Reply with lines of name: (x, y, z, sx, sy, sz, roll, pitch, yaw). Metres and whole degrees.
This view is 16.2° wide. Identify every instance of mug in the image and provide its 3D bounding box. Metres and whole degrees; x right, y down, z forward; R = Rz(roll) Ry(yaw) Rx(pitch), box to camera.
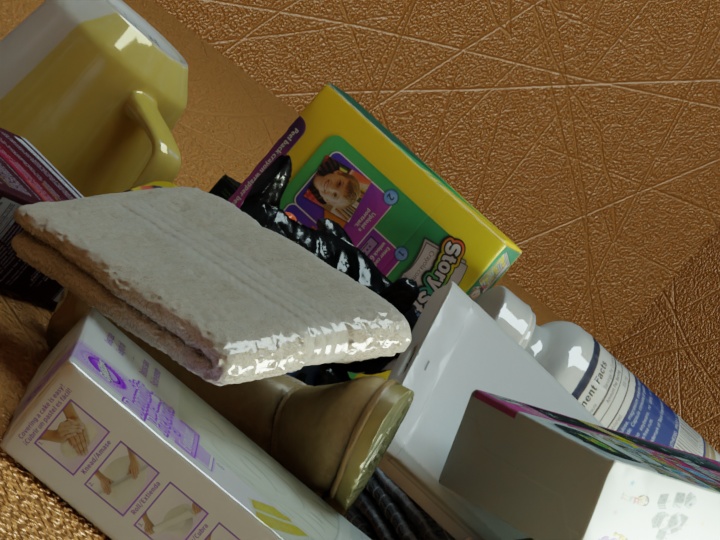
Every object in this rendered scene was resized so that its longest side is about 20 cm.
mug: (-0.180, -0.091, 1.661, 0.186, 0.153, 0.149, 43, 6, 16)

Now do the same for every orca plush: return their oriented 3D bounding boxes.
orca plush: (0.000, 0.000, 1.509, 0.200, 0.071, 0.106, 59, 29, -42)

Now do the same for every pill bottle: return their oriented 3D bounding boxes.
pill bottle: (0.140, 0.106, 1.700, 0.200, 0.111, 0.111, 42, 6, -13)

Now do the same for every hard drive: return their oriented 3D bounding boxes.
hard drive: (0.095, 0.119, 1.520, 0.200, 0.026, 0.132, 43, 49, -16)

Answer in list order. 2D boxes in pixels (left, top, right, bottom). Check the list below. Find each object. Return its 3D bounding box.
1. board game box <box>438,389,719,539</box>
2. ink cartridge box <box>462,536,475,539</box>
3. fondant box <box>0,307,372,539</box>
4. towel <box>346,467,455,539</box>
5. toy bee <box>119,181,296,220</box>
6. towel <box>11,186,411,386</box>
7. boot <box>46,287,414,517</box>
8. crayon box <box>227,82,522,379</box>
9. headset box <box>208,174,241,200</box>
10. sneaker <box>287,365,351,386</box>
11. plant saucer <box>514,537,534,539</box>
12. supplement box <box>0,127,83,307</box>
board game box: (0.167, 0.137, 1.444, 0.199, 0.065, 0.147, 19, 4, -32)
ink cartridge box: (0.125, 0.257, 1.419, 0.200, 0.083, 0.147, 37, 7, -31)
fondant box: (-0.082, 0.114, 1.278, 0.200, 0.058, 0.144, 39, 6, -7)
towel: (0.077, 0.188, 1.629, 0.165, 0.086, 0.200, 39, 5, -28)
toy bee: (-0.090, -0.007, 1.532, 0.131, 0.109, 0.200, 47, -1, 15)
towel: (-0.084, 0.007, 1.351, 0.132, 0.035, 0.200, -10, 30, -40)
boot: (-0.077, 0.058, 1.385, 0.199, 0.066, 0.175, 31, -22, 3)
crayon box: (-0.019, 0.004, 1.749, 0.172, 0.200, 0.058, 42, 6, 13)
headset box: (-0.036, 0.037, 1.913, 0.174, 0.093, 0.200, 45, 7, 26)
sneaker: (-0.030, 0.096, 1.603, 0.074, 0.082, 0.200, 36, 7, -17)
plant saucer: (0.154, 0.210, 1.397, 0.200, 0.031, 0.200, 41, 7, -6)
supplement box: (-0.226, -0.044, 1.480, 0.109, 0.061, 0.200, 44, 6, 22)
